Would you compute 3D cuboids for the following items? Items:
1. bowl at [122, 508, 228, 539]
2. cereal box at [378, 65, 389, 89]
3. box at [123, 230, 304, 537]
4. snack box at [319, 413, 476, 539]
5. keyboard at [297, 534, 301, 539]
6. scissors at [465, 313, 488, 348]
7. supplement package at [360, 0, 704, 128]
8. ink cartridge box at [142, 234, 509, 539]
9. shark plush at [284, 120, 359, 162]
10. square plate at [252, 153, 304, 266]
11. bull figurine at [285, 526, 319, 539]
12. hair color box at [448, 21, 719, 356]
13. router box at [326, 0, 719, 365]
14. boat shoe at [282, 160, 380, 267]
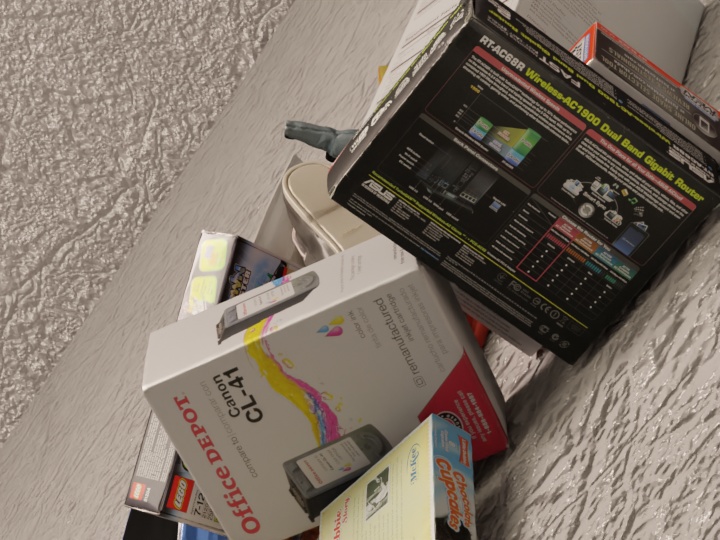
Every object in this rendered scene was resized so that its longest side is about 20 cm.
[{"bbox_3d":[-0.159,0.247,1.689,0.201,0.039,0.201,-168,90,-70],"label":"bowl"},{"bbox_3d":[0.039,-0.048,1.601,0.144,0.039,0.200,-98,5,-72],"label":"cereal box"},{"bbox_3d":[-0.094,0.083,1.458,0.035,0.110,0.200,9,80,36],"label":"box"},{"bbox_3d":[0.021,0.193,1.240,0.116,0.037,0.200,-43,28,31],"label":"snack box"},{"bbox_3d":[-0.036,0.222,1.527,0.056,0.011,0.200,-51,13,21],"label":"keyboard"},{"bbox_3d":[0.079,0.061,1.496,0.073,0.014,0.200,-49,14,30],"label":"scissors"},{"bbox_3d":[0.126,-0.146,1.479,0.151,0.152,0.200,-30,27,42],"label":"supplement package"},{"bbox_3d":[-0.021,0.079,1.352,0.200,0.148,0.086,-24,22,9],"label":"ink cartridge box"},{"bbox_3d":[0.041,-0.110,1.715,0.091,0.200,0.083,-56,-24,-55],"label":"shark plush"},{"bbox_3d":[-0.053,0.031,1.712,0.200,0.028,0.198,-72,-20,-61],"label":"square plate"},{"bbox_3d":[-0.004,0.148,1.466,0.200,0.065,0.121,-53,10,6],"label":"bull figurine"},{"bbox_3d":[0.133,-0.051,1.358,0.200,0.111,0.064,-48,15,29],"label":"hair color box"},{"bbox_3d":[0.101,-0.058,1.280,0.150,0.200,0.062,-50,13,24],"label":"router box"},{"bbox_3d":[0.000,0.000,1.534,0.067,0.200,0.057,-22,-38,-13],"label":"boat shoe"}]
